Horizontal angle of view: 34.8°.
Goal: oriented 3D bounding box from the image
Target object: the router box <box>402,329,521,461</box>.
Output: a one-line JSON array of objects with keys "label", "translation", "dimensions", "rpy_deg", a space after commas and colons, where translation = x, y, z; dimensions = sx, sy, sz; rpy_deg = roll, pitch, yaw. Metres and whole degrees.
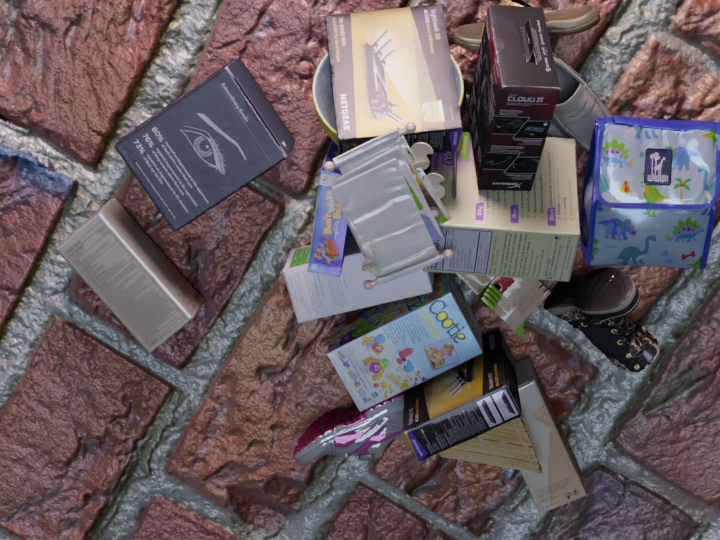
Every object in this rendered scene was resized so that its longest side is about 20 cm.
[{"label": "router box", "translation": [0.140, 0.171, 1.614], "dimensions": [0.156, 0.200, 0.053], "rpy_deg": [-27, 105, 11]}]

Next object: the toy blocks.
[{"label": "toy blocks", "translation": [0.207, -0.020, 1.620], "dimensions": [0.200, 0.100, 0.137], "rpy_deg": [43, 95, -10]}]

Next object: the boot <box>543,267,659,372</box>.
[{"label": "boot", "translation": [0.357, 0.072, 1.592], "dimensions": [0.150, 0.200, 0.074], "rpy_deg": [40, 71, -14]}]

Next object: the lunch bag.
[{"label": "lunch bag", "translation": [0.386, -0.108, 1.536], "dimensions": [0.168, 0.128, 0.202], "rpy_deg": [2, 121, 2]}]

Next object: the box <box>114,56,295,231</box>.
[{"label": "box", "translation": [-0.211, -0.174, 1.582], "dimensions": [0.199, 0.104, 0.149], "rpy_deg": [-30, 104, 13]}]

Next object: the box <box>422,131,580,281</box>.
[{"label": "box", "translation": [0.186, -0.088, 1.534], "dimensions": [0.197, 0.177, 0.097], "rpy_deg": [4, 140, 2]}]

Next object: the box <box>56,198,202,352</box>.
[{"label": "box", "translation": [-0.330, 0.007, 1.656], "dimensions": [0.095, 0.078, 0.201], "rpy_deg": [-35, 103, 15]}]

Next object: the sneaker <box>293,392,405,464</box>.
[{"label": "sneaker", "translation": [-0.007, 0.252, 1.722], "dimensions": [0.198, 0.081, 0.089], "rpy_deg": [-25, 104, 12]}]

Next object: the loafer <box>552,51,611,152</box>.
[{"label": "loafer", "translation": [0.278, -0.228, 1.547], "dimensions": [0.070, 0.070, 0.200], "rpy_deg": [-43, 101, 16]}]

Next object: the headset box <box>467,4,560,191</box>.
[{"label": "headset box", "translation": [0.190, -0.222, 1.447], "dimensions": [0.076, 0.150, 0.201], "rpy_deg": [1, 141, -6]}]

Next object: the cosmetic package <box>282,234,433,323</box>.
[{"label": "cosmetic package", "translation": [0.000, 0.000, 1.624], "dimensions": [0.198, 0.108, 0.086], "rpy_deg": [-15, 106, 7]}]

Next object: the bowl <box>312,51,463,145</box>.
[{"label": "bowl", "translation": [0.037, -0.213, 1.538], "dimensions": [0.197, 0.202, 0.108], "rpy_deg": [2, 150, 3]}]

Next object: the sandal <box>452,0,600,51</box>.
[{"label": "sandal", "translation": [0.216, -0.333, 1.511], "dimensions": [0.197, 0.081, 0.055], "rpy_deg": [-11, 119, 1]}]

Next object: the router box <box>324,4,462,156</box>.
[{"label": "router box", "translation": [0.040, -0.240, 1.461], "dimensions": [0.155, 0.202, 0.052], "rpy_deg": [-6, 151, -2]}]

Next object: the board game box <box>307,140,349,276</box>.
[{"label": "board game box", "translation": [-0.032, -0.090, 1.546], "dimensions": [0.044, 0.200, 0.136], "rpy_deg": [9, 109, 0]}]

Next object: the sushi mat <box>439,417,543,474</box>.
[{"label": "sushi mat", "translation": [0.175, 0.245, 1.677], "dimensions": [0.199, 0.012, 0.097], "rpy_deg": [1, 118, 47]}]

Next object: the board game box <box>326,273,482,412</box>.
[{"label": "board game box", "translation": [0.065, 0.100, 1.654], "dimensions": [0.198, 0.103, 0.106], "rpy_deg": [-26, 105, 12]}]

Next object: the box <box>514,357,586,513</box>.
[{"label": "box", "translation": [0.256, 0.242, 1.695], "dimensions": [0.077, 0.095, 0.202], "rpy_deg": [-23, 107, 10]}]

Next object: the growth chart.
[{"label": "growth chart", "translation": [0.041, -0.077, 1.428], "dimensions": [0.143, 0.018, 0.202], "rpy_deg": [-16, 116, 11]}]

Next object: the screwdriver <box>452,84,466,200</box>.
[{"label": "screwdriver", "translation": [0.123, -0.173, 1.527], "dimensions": [0.029, 0.202, 0.028], "rpy_deg": [-18, 141, 37]}]
